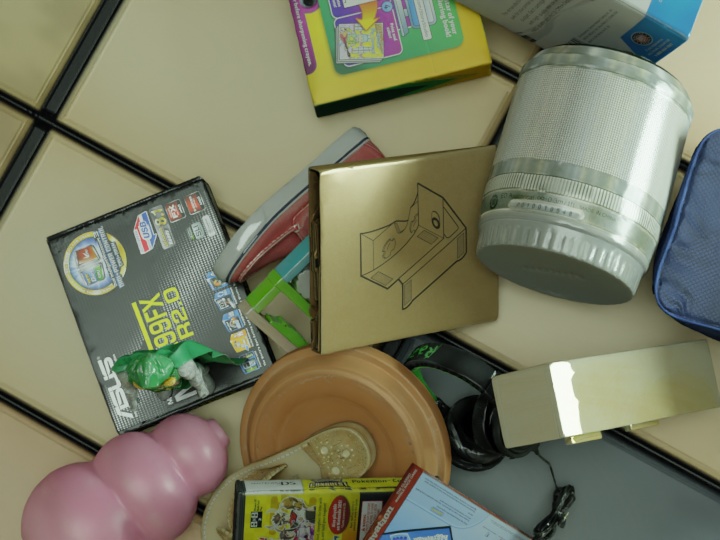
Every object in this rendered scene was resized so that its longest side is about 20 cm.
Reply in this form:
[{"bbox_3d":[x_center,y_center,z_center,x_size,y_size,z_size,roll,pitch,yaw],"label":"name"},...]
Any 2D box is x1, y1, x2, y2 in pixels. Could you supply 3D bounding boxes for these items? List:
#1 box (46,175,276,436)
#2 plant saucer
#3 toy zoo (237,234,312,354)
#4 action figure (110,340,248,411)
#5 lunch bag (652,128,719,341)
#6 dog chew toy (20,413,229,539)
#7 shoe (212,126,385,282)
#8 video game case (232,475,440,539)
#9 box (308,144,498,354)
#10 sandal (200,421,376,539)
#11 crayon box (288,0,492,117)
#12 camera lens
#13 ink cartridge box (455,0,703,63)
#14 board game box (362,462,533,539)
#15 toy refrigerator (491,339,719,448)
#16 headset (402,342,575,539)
[{"bbox_3d":[-0.184,0.034,1.491,0.160,0.044,0.201,-21,83,0],"label":"box"},{"bbox_3d":[-0.018,0.163,1.430,0.200,0.032,0.201,6,106,20],"label":"plant saucer"},{"bbox_3d":[0.000,0.000,1.447,0.200,0.131,0.020,-44,39,1],"label":"toy zoo"},{"bbox_3d":[-0.166,0.088,1.362,0.118,0.200,0.055,-10,84,3],"label":"action figure"},{"bbox_3d":[0.342,-0.035,1.422,0.135,0.132,0.201,20,90,9],"label":"lunch bag"},{"bbox_3d":[-0.204,0.204,1.439,0.200,0.125,0.125,-36,82,-9],"label":"dog chew toy"},{"bbox_3d":[-0.038,-0.039,1.461,0.091,0.072,0.200,44,68,6],"label":"shoe"},{"bbox_3d":[-0.024,0.274,1.400,0.180,0.026,0.201,0,111,-11],"label":"video game case"},{"bbox_3d":[0.041,-0.022,1.415,0.199,0.021,0.164,-9,105,-34],"label":"box"},{"bbox_3d":[-0.081,0.205,1.409,0.212,0.070,0.078,-37,87,25],"label":"sandal"},{"bbox_3d":[0.018,-0.264,1.507,0.172,0.058,0.201,-13,83,1],"label":"crayon box"},{"bbox_3d":[0.198,-0.088,1.413,0.159,0.160,0.201,17,76,5],"label":"camera lens"},{"bbox_3d":[0.189,-0.260,1.423,0.200,0.146,0.086,28,72,-9],"label":"ink cartridge box"},{"bbox_3d":[0.080,0.250,1.392,0.019,0.200,0.103,27,83,48],"label":"board game box"},{"bbox_3d":[0.216,0.109,1.386,0.200,0.076,0.070,-5,81,-38],"label":"toy refrigerator"},{"bbox_3d":[0.112,0.150,1.419,0.200,0.123,0.094,41,62,-9],"label":"headset"}]
